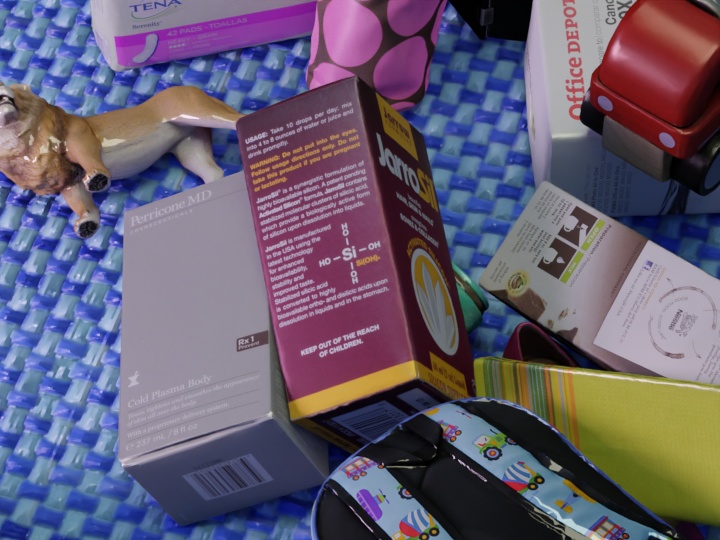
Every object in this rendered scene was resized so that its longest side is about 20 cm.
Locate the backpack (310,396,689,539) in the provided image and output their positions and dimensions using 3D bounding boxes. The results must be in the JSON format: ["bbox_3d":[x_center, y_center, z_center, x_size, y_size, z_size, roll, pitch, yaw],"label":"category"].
[{"bbox_3d":[0.073,0.178,1.461,0.183,0.135,0.200,-33,57,-23],"label":"backpack"}]

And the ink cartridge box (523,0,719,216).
[{"bbox_3d":[0.214,-0.116,1.737,0.200,0.083,0.145,-2,51,-1],"label":"ink cartridge box"}]

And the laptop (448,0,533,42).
[{"bbox_3d":[0.125,-0.260,1.793,0.116,0.187,0.200,-18,48,-22],"label":"laptop"}]

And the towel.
[{"bbox_3d":[0.150,0.097,1.490,0.200,0.086,0.018,5,19,41],"label":"towel"}]

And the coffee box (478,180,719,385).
[{"bbox_3d":[0.183,0.037,1.555,0.200,0.113,0.080,32,90,39],"label":"coffee box"}]

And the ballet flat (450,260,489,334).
[{"bbox_3d":[0.000,-0.018,1.676,0.070,0.067,0.200,-37,55,-7],"label":"ballet flat"}]

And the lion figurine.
[{"bbox_3d":[-0.155,-0.088,1.742,0.200,0.072,0.123,-7,39,-23],"label":"lion figurine"}]

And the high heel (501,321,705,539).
[{"bbox_3d":[0.143,0.120,1.530,0.067,0.096,0.200,-34,55,-15],"label":"high heel"}]

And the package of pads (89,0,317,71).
[{"bbox_3d":[-0.090,-0.225,1.788,0.200,0.155,0.068,-13,49,-9],"label":"package of pads"}]

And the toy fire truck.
[{"bbox_3d":[0.235,-0.161,1.592,0.129,0.200,0.176,34,60,23],"label":"toy fire truck"}]

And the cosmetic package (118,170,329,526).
[{"bbox_3d":[-0.083,0.044,1.593,0.107,0.090,0.200,-20,50,16],"label":"cosmetic package"}]

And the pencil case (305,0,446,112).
[{"bbox_3d":[0.024,-0.200,1.743,0.094,0.200,0.091,-11,42,-33],"label":"pencil case"}]

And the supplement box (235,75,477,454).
[{"bbox_3d":[0.000,0.000,1.572,0.086,0.110,0.200,-19,66,18],"label":"supplement box"}]
